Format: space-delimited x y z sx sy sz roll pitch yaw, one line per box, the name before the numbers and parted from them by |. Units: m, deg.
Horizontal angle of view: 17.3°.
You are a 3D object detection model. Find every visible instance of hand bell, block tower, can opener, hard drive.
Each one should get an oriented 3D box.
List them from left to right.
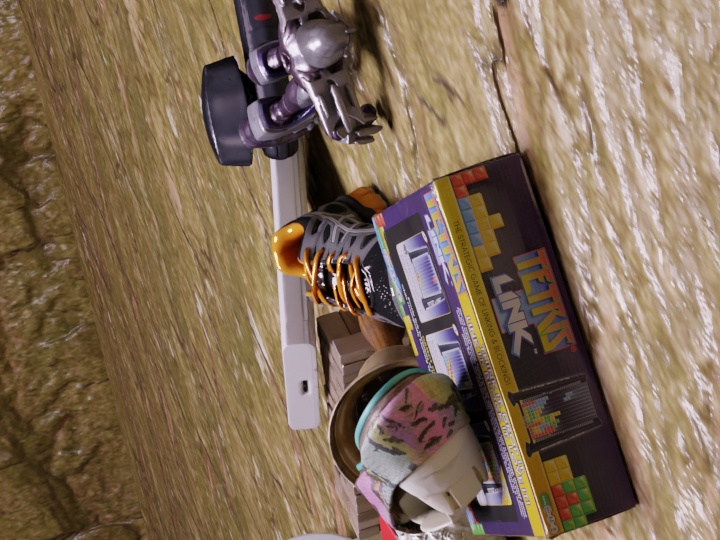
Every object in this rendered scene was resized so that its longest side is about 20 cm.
can opener | -0.075 -0.175 1.691 0.063 0.078 0.201 -170 75 -71
hard drive | -0.049 -0.002 1.747 0.132 0.026 0.201 89 178 -60
block tower | 0.007 0.106 1.724 0.200 0.054 0.058 86 162 -45
hand bell | 0.022 0.058 1.575 0.200 0.104 0.104 -101 0 -63

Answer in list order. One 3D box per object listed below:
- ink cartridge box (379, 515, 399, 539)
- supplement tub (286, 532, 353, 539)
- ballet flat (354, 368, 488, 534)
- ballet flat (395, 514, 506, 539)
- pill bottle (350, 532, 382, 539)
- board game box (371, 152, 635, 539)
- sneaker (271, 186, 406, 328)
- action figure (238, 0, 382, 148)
ink cartridge box | 0.073 0.262 1.609 0.116 0.067 0.201 -127 23 -57
supplement tub | -0.045 0.301 2.060 0.200 0.132 0.132 119 132 -75
ballet flat | 0.035 0.109 1.326 0.071 0.069 0.200 51 167 12
ballet flat | 0.048 0.141 1.568 0.200 0.072 0.072 -126 22 -57
pill bottle | 0.008 0.315 1.877 0.114 0.113 0.201 139 113 -77
board game box | 0.076 0.046 1.317 0.165 0.057 0.201 157 95 -76
sneaker | 0.000 0.000 1.551 0.200 0.077 0.079 -147 43 -70
action figure | -0.033 -0.138 1.543 0.200 0.069 0.131 154 106 -74
